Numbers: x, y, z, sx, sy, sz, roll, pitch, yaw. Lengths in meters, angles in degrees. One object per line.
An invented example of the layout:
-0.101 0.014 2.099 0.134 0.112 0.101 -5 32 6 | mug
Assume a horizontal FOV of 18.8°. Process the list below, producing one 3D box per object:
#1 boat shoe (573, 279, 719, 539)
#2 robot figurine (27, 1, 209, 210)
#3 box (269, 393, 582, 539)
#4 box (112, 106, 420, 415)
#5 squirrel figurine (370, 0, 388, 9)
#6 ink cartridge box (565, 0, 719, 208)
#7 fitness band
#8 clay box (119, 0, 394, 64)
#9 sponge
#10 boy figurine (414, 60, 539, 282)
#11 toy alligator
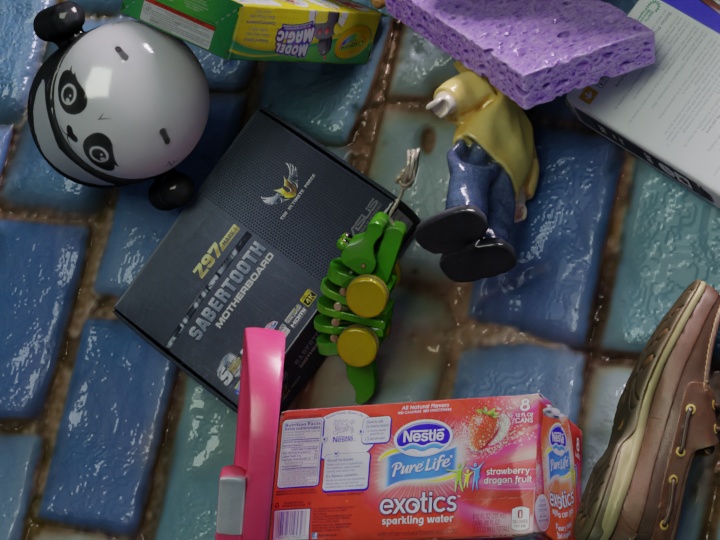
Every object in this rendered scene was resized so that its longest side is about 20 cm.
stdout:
0.208 0.104 1.468 0.067 0.072 0.201 24 71 -2 | boat shoe
-0.190 -0.125 1.679 0.200 0.150 0.125 178 109 -71 | robot figurine
0.047 0.150 1.504 0.199 0.095 0.100 -6 68 24 | box
-0.073 -0.003 1.653 0.158 0.051 0.200 36 88 34 | box
-0.045 -0.274 1.667 0.186 0.200 0.142 33 112 23 | squirrel figurine
0.278 -0.147 1.542 0.200 0.043 0.198 37 88 35 | ink cartridge box
-0.075 0.133 1.521 0.037 0.201 0.144 8 41 -1 | fitness band
-0.073 -0.195 1.662 0.115 0.200 0.048 26 107 32 | clay box
0.112 -0.183 1.586 0.111 0.030 0.200 -22 35 -20 | sponge
0.086 -0.094 1.575 0.064 0.124 0.201 -19 44 30 | boy figurine
0.000 0.000 1.566 0.054 0.059 0.201 13 113 8 | toy alligator
